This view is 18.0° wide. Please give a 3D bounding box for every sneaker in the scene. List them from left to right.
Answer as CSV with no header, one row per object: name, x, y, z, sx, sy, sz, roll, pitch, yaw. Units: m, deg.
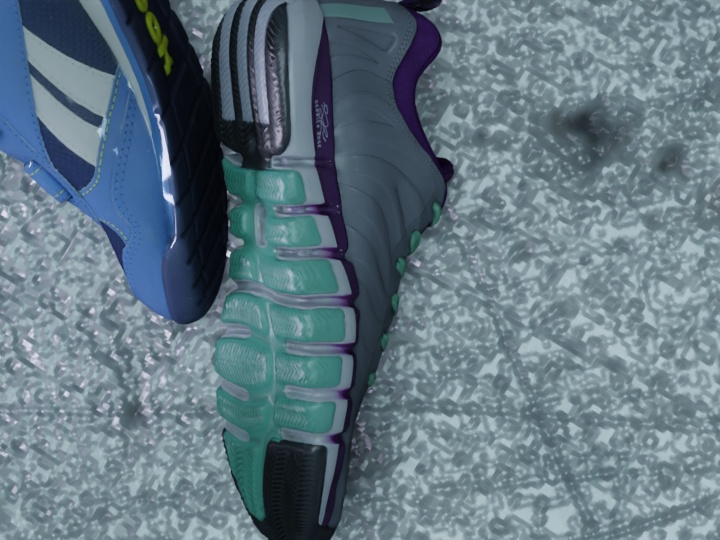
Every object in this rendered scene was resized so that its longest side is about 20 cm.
sneaker,-0.105,-0.068,0.798,0.082,0.074,0.200,-17,112,14
sneaker,0.000,0.000,0.805,0.088,0.074,0.200,-7,105,-30
